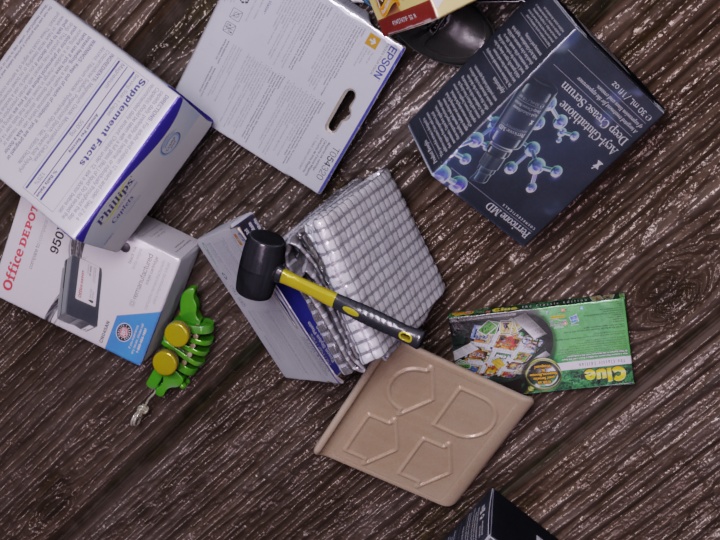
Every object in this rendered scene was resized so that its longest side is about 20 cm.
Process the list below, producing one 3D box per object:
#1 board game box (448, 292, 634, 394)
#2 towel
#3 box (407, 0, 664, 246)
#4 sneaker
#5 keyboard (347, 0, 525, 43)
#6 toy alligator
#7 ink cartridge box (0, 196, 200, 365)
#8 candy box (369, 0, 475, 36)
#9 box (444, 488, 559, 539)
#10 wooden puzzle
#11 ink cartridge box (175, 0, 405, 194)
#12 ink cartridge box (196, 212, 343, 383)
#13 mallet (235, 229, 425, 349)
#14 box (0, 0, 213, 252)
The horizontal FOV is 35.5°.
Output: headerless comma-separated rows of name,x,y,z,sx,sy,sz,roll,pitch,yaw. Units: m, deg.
board game box,0.205,0.088,1.276,0.198,0.023,0.106,-6,104,12
towel,0.000,0.000,1.191,0.085,0.200,0.167,-18,104,31
box,0.174,-0.153,1.136,0.148,0.107,0.200,33,113,-31
sneaker,0.048,-0.272,1.142,0.199,0.082,0.074,32,102,1
keyboard,0.078,-0.295,1.185,0.198,0.021,0.128,3,102,10
toy alligator,-0.216,0.112,1.336,0.054,0.059,0.201,25,109,1
ink cartridge box,-0.307,-0.004,1.304,0.199,0.084,0.146,25,108,3
candy box,0.116,-0.292,1.067,0.199,0.115,0.056,-29,104,-20
box,0.168,0.406,1.325,0.200,0.124,0.197,38,108,-4
wooden puzzle,0.070,0.170,1.288,0.199,0.046,0.186,23,120,-17
ink cartridge box,-0.078,-0.216,1.216,0.199,0.043,0.197,32,116,-3
ink cartridge box,-0.091,0.031,1.228,0.040,0.200,0.200,-35,100,-18
mallet,-0.034,0.034,1.082,0.199,0.041,0.066,31,117,12
box,-0.295,-0.152,1.195,0.199,0.105,0.184,37,91,16
